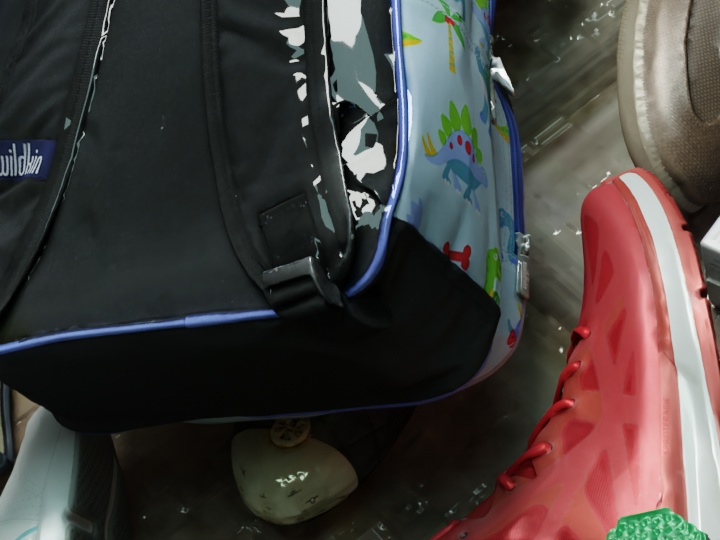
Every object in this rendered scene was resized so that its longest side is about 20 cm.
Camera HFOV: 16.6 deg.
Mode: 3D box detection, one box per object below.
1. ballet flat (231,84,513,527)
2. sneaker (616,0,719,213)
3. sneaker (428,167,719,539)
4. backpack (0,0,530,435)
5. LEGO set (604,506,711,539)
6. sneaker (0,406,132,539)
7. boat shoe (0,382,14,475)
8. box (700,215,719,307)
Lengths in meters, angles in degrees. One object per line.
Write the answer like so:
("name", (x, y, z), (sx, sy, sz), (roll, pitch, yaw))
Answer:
("ballet flat", (0.000, 0.000, 0.884), (0.066, 0.057, 0.201), (12, 60, 20))
("sneaker", (0.154, -0.111, 0.905), (0.075, 0.070, 0.201), (-10, 46, 42))
("sneaker", (0.064, 0.058, 0.818), (0.115, 0.079, 0.201), (-10, 53, 4))
("backpack", (-0.036, -0.050, 0.815), (0.182, 0.147, 0.201), (-9, 65, 26))
("LEGO set", (0.048, 0.165, 0.730), (0.199, 0.116, 0.154), (-23, 52, 16))
("sneaker", (-0.126, 0.128, 0.817), (0.080, 0.071, 0.201), (-1, 56, 16))
("boat shoe", (-0.149, -0.013, 0.917), (0.061, 0.075, 0.201), (-5, 56, 11))
("box", (0.192, -0.063, 0.895), (0.041, 0.039, 0.200), (25, 64, 28))
